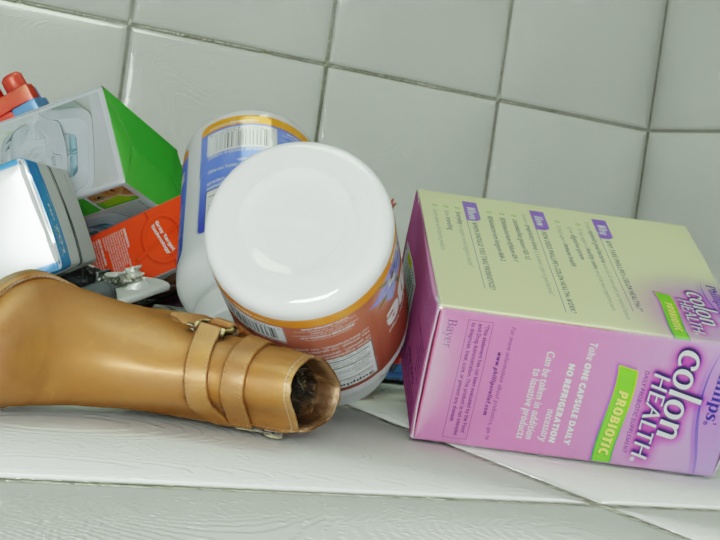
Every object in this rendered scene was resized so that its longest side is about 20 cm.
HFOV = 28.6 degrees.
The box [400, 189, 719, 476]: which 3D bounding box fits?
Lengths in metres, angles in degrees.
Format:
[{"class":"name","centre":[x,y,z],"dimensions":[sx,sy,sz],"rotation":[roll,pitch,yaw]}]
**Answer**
[{"class":"box","centre":[0.130,0.036,0.931],"dimensions":[0.199,0.097,0.176],"rotation":[7,26,-6]}]

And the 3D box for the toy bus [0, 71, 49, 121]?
[{"class":"toy bus","centre":[-0.345,-0.096,1.459],"dimensions":[0.199,0.193,0.136],"rotation":[-32,8,6]}]

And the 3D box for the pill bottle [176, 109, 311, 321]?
[{"class":"pill bottle","centre":[-0.085,-0.019,1.088],"dimensions":[0.111,0.201,0.112],"rotation":[-2,-42,-2]}]

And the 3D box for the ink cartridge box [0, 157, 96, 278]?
[{"class":"ink cartridge box","centre":[-0.283,-0.017,1.034],"dimensions":[0.146,0.086,0.200],"rotation":[-21,2,-2]}]

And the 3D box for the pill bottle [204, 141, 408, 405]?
[{"class":"pill bottle","centre":[-0.027,0.013,0.888],"dimensions":[0.111,0.113,0.200],"rotation":[8,-23,9]}]

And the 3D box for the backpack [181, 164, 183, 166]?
[{"class":"backpack","centre":[-0.107,-0.055,1.490],"dimensions":[0.182,0.135,0.200],"rotation":[34,-14,53]}]

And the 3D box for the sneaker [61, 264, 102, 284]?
[{"class":"sneaker","centre":[-0.303,0.011,1.200],"dimensions":[0.199,0.067,0.090],"rotation":[5,5,-21]}]

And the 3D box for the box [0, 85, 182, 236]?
[{"class":"box","centre":[-0.267,-0.071,1.285],"dimensions":[0.175,0.097,0.200],"rotation":[-19,-15,7]}]

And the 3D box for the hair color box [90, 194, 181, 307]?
[{"class":"hair color box","centre":[-0.181,-0.013,1.265],"dimensions":[0.199,0.062,0.101],"rotation":[-23,-11,23]}]

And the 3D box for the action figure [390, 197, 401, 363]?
[{"class":"action figure","centre":[0.000,0.000,1.102],"dimensions":[0.065,0.100,0.200],"rotation":[3,11,-8]}]

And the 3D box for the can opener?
[{"class":"can opener","centre":[-0.215,0.035,1.101],"dimensions":[0.052,0.067,0.200],"rotation":[7,10,23]}]

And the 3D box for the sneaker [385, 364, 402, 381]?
[{"class":"sneaker","centre":[0.059,0.059,1.208],"dimensions":[0.199,0.079,0.066],"rotation":[7,4,-3]}]

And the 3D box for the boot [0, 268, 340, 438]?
[{"class":"boot","centre":[-0.109,0.057,0.767],"dimensions":[0.154,0.077,0.200],"rotation":[13,-4,22]}]

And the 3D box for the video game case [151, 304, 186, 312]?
[{"class":"video game case","centre":[-0.096,0.060,1.333],"dimensions":[0.181,0.022,0.200],"rotation":[8,1,-16]}]

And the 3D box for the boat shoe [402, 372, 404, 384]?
[{"class":"boat shoe","centre":[0.067,0.074,1.065],"dimensions":[0.065,0.072,0.200],"rotation":[-30,-1,22]}]

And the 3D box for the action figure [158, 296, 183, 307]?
[{"class":"action figure","centre":[-0.222,0.015,1.488],"dimensions":[0.134,0.149,0.200],"rotation":[47,-20,-2]}]
